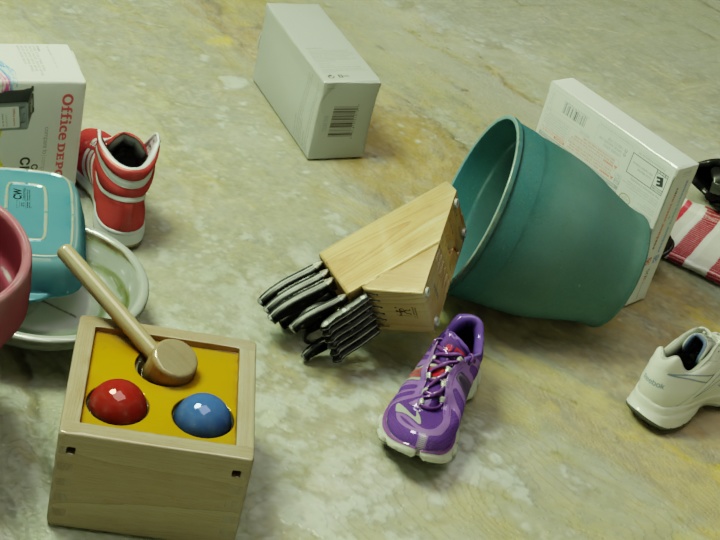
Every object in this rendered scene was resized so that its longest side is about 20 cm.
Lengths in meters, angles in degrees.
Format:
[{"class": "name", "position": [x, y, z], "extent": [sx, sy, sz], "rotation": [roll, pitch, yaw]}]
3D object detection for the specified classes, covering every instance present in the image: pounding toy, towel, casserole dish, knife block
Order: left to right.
[{"class": "casserole dish", "position": [-0.322, -0.043, 1.428], "extent": [0.120, 0.039, 0.200], "rotation": [5, 34, -15]}, {"class": "pounding toy", "position": [-0.183, 0.103, 1.264], "extent": [0.183, 0.143, 0.200], "rotation": [9, 34, -9]}, {"class": "knife block", "position": [0.000, 0.000, 1.489], "extent": [0.174, 0.064, 0.201], "rotation": [5, 52, 20]}, {"class": "towel", "position": [0.419, -0.038, 1.821], "extent": [0.199, 0.023, 0.144], "rotation": [28, 36, 19]}]

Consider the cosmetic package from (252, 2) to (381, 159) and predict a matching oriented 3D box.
[{"class": "cosmetic package", "position": [-0.058, -0.236, 1.841], "extent": [0.081, 0.113, 0.200], "rotation": [-4, 40, -25]}]

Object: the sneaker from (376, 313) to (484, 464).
[{"class": "sneaker", "position": [0.071, 0.106, 1.416], "extent": [0.080, 0.084, 0.200], "rotation": [19, 34, 6]}]

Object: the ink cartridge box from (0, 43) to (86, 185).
[{"class": "ink cartridge box", "position": [-0.396, -0.155, 1.553], "extent": [0.199, 0.148, 0.086], "rotation": [-3, 37, -24]}]

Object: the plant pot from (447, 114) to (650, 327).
[{"class": "plant pot", "position": [0.197, -0.036, 1.590], "extent": [0.187, 0.201, 0.201], "rotation": [23, 31, -14]}]

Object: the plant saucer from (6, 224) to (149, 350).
[{"class": "plant saucer", "position": [-0.302, 0.023, 1.419], "extent": [0.199, 0.050, 0.201], "rotation": [10, 34, -7]}]

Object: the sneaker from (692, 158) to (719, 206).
[{"class": "sneaker", "position": [0.480, -0.090, 1.849], "extent": [0.099, 0.070, 0.200], "rotation": [10, 14, -29]}]

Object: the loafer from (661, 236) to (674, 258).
[{"class": "loafer", "position": [0.282, -0.075, 1.762], "extent": [0.200, 0.072, 0.073], "rotation": [32, 55, 30]}]

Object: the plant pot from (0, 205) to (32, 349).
[{"class": "plant pot", "position": [-0.378, 0.049, 1.232], "extent": [0.199, 0.180, 0.200], "rotation": [11, 34, -7]}]

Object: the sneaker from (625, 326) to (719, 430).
[{"class": "sneaker", "position": [0.358, 0.098, 1.538], "extent": [0.074, 0.088, 0.199], "rotation": [35, 37, 31]}]

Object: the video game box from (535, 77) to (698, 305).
[{"class": "video game box", "position": [0.270, -0.091, 1.693], "extent": [0.047, 0.183, 0.200], "rotation": [-12, 42, -41]}]

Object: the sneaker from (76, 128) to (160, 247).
[{"class": "sneaker", "position": [-0.263, -0.125, 1.593], "extent": [0.071, 0.113, 0.200], "rotation": [-1, 37, -24]}]
